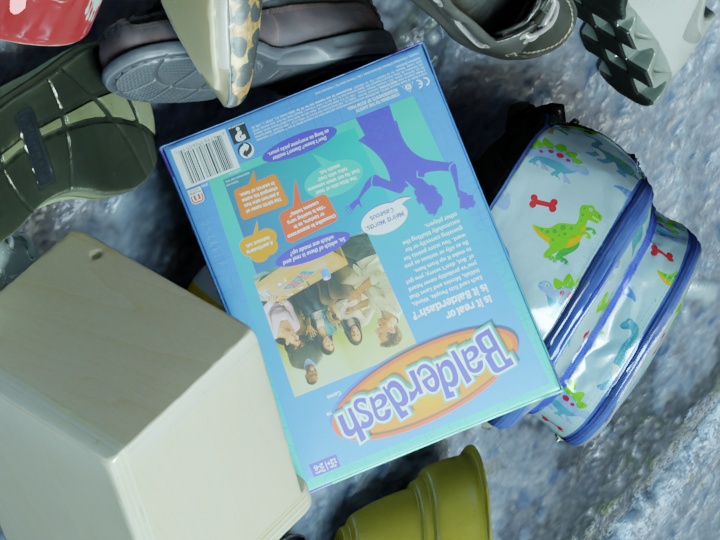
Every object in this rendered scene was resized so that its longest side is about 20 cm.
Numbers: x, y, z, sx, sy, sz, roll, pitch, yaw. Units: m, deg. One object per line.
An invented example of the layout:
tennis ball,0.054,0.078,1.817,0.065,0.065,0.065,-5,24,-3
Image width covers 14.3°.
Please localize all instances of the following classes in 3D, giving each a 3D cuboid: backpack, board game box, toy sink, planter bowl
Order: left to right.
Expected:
toy sink,-0.112,0.098,1.462,0.112,0.130,0.200,-43,141,-26
board game box,0.000,0.000,1.517,0.152,0.200,0.045,-21,179,-2
planter bowl,0.024,0.205,1.776,0.083,0.200,0.200,4,120,-7
backpack,0.106,0.008,1.638,0.183,0.147,0.200,-59,177,6

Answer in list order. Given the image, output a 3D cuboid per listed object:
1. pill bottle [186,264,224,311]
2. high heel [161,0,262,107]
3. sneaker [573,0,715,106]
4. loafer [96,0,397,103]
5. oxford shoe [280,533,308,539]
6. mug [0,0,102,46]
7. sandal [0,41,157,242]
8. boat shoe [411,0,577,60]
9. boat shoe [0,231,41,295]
pill bottle,-0.066,0.067,1.596,0.112,0.112,0.200,29,95,-51
high heel,-0.035,-0.186,1.430,0.143,0.071,0.200,-10,92,-36
sneaker,0.164,-0.187,1.683,0.089,0.074,0.200,-45,150,-11
loafer,-0.065,-0.127,1.500,0.200,0.063,0.072,-6,163,-47
oxford shoe,-0.100,0.222,1.714,0.200,0.071,0.073,-33,133,-40
mug,-0.142,-0.206,1.290,0.133,0.178,0.200,17,112,-15
sandal,-0.172,-0.063,1.436,0.201,0.057,0.080,-28,111,-50
boat shoe,0.071,-0.158,1.617,0.200,0.057,0.067,26,97,-51
boat shoe,-0.194,0.014,1.475,0.072,0.070,0.201,-59,144,-22
